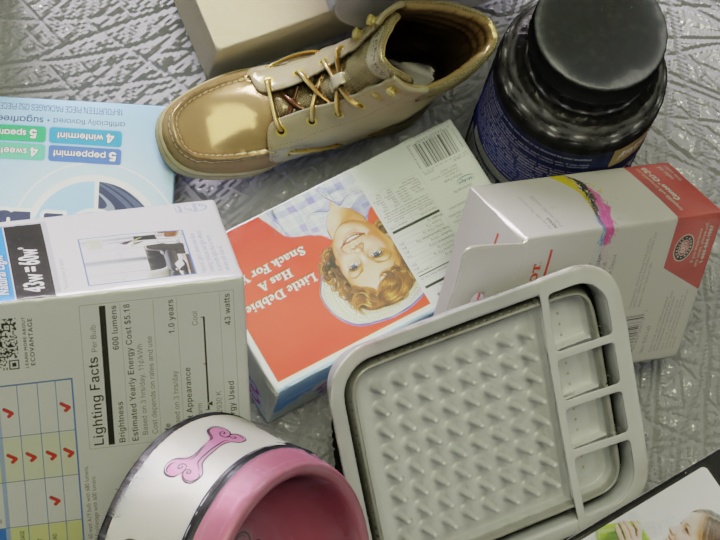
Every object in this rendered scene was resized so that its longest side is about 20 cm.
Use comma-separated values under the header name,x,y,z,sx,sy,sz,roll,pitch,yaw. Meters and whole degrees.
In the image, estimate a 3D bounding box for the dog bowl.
name,x,y,z,sx,sy,sz,roll,pitch,yaw
dog bowl,-0.068,0.184,1.528,0.074,0.200,0.200,9,63,32

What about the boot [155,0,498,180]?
name,x,y,z,sx,sy,sz,roll,pitch,yaw
boot,-0.022,-0.118,1.729,0.200,0.155,0.073,-11,83,-23

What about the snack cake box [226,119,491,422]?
name,x,y,z,sx,sy,sz,roll,pitch,yaw
snack cake box,0.000,0.000,1.747,0.200,0.067,0.115,-27,75,-16

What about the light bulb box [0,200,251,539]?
name,x,y,z,sx,sy,sz,roll,pitch,yaw
light bulb box,-0.171,0.077,1.614,0.200,0.125,0.199,-6,114,-10

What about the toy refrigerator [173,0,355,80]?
name,x,y,z,sx,sy,sz,roll,pitch,yaw
toy refrigerator,-0.024,-0.203,1.827,0.200,0.070,0.076,-21,79,-14

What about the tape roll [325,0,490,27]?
name,x,y,z,sx,sy,sz,roll,pitch,yaw
tape roll,0.054,-0.260,1.715,0.202,0.203,0.139,-17,79,-13

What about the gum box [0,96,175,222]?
name,x,y,z,sx,sy,sz,roll,pitch,yaw
gum box,-0.207,-0.014,1.740,0.170,0.045,0.200,4,68,-6

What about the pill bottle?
name,x,y,z,sx,sy,sz,roll,pitch,yaw
pill bottle,0.135,-0.111,1.736,0.112,0.200,0.112,3,68,-7

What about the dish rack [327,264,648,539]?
name,x,y,z,sx,sy,sz,roll,pitch,yaw
dish rack,0.073,0.094,1.624,0.200,0.044,0.172,-20,113,-21

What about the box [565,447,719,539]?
name,x,y,z,sx,sy,sz,roll,pitch,yaw
box,0.159,0.193,1.663,0.200,0.117,0.060,-29,72,-15

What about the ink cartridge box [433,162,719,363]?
name,x,y,z,sx,sy,sz,roll,pitch,yaw
ink cartridge box,0.120,0.004,1.694,0.200,0.117,0.068,-7,37,-33

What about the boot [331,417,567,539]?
name,x,y,z,sx,sy,sz,roll,pitch,yaw
boot,0.069,0.156,1.695,0.162,0.073,0.199,1,70,-13
